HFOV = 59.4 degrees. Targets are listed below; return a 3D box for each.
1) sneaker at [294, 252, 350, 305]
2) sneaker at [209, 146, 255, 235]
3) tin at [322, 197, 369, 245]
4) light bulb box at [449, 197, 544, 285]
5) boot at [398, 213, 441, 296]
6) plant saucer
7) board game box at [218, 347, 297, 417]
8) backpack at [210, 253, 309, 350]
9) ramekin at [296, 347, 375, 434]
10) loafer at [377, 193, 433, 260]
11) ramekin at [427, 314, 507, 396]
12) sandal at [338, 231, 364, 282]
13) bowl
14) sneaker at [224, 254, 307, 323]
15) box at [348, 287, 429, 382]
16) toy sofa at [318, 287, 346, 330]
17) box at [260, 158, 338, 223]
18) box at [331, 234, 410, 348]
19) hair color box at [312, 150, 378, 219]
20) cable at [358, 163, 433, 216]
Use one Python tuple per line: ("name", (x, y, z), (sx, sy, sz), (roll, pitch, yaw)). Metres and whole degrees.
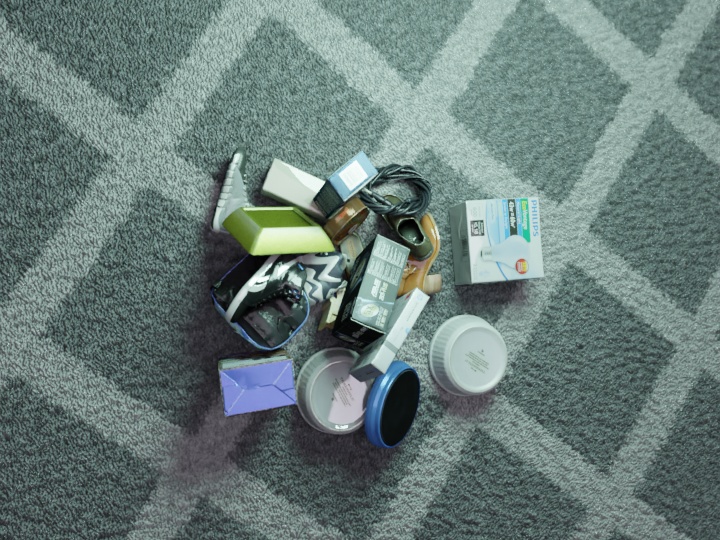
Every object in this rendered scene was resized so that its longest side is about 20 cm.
("sneaker", (-0.093, -0.029, 1.469), (0.126, 0.080, 0.203), (-17, 62, -12))
("sneaker", (-0.269, -0.173, 1.461), (0.113, 0.075, 0.205), (17, 95, -17))
("tin", (-0.031, -0.110, 1.421), (0.111, 0.200, 0.042), (-40, 86, 2))
("light bulb box", (0.336, -0.072, 1.569), (0.194, 0.125, 0.205), (-5, 90, -12))
("boot", (0.118, -0.036, 1.546), (0.150, 0.074, 0.206), (-3, 84, -7))
("plant saucer", (-0.178, -0.094, 1.366), (0.195, 0.199, 0.049), (-4, 114, -30))
("board game box", (-0.230, 0.240, 1.388), (0.155, 0.200, 0.100), (-7, 91, -12))
("backpack", (-0.216, 0.074, 1.419), (0.183, 0.147, 0.201), (-42, 87, -17))
("ramekin", (-0.051, 0.286, 1.477), (0.196, 0.094, 0.209), (0, 89, -13))
("loafer", (0.107, -0.117, 1.508), (0.075, 0.070, 0.201), (-36, 65, -5))
("ramekin", (0.273, 0.214, 1.563), (0.196, 0.094, 0.209), (0, 88, -14))
("sandal", (0.000, 0.000, 1.523), (0.080, 0.054, 0.206), (-15, 92, -14))
("bowl", (0.080, 0.315, 1.479), (0.199, 0.039, 0.206), (-25, 121, -51))
("sneaker", (-0.183, 0.051, 1.316), (0.111, 0.073, 0.201), (38, 69, -1))
("box", (0.061, 0.144, 1.388), (0.041, 0.156, 0.202), (35, 65, -7))
("toy sofa", (0.005, 0.120, 1.506), (0.195, 0.083, 0.100), (21, 67, -12))
("box", (-0.131, -0.182, 1.489), (0.196, 0.068, 0.084), (25, 82, -11))
("box", (0.020, 0.051, 1.398), (0.084, 0.164, 0.204), (22, 68, -11))
("hair color box", (-0.037, -0.182, 1.374), (0.099, 0.200, 0.061), (-40, 94, -14))
("cable", (0.090, -0.192, 1.509), (0.194, 0.165, 0.052), (-1, 134, -19))
